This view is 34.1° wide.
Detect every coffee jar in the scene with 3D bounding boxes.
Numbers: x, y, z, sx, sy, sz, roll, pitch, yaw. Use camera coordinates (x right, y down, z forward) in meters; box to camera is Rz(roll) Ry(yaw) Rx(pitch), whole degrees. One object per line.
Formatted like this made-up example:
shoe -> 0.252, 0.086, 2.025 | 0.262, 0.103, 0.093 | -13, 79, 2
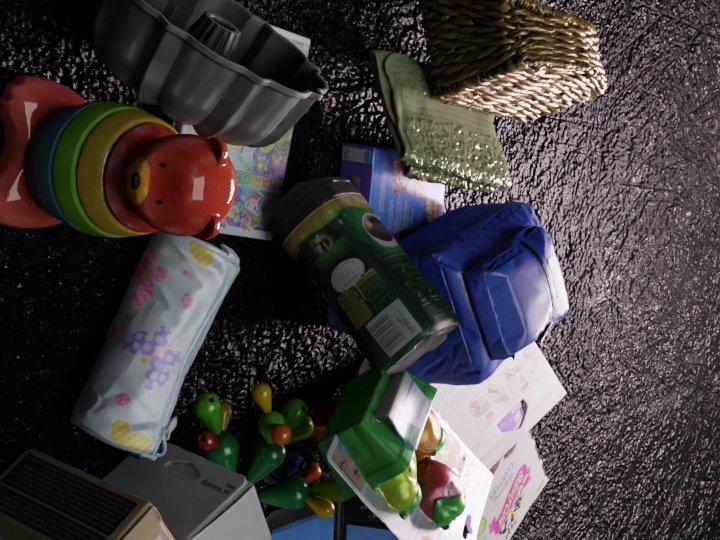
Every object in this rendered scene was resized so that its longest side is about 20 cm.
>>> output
coffee jar -> 0.000, 0.000, 1.135 | 0.085, 0.200, 0.104 | -42, 167, 20

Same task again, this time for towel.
towel -> 0.091, -0.158, 1.275 | 0.200, 0.036, 0.149 | 9, 61, -49

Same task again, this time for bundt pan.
bundt pan -> -0.129, -0.169, 0.949 | 0.202, 0.202, 0.076 | 8, 123, -51

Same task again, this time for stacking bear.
stacking bear -> -0.178, -0.074, 0.894 | 0.114, 0.200, 0.122 | 9, 94, -51

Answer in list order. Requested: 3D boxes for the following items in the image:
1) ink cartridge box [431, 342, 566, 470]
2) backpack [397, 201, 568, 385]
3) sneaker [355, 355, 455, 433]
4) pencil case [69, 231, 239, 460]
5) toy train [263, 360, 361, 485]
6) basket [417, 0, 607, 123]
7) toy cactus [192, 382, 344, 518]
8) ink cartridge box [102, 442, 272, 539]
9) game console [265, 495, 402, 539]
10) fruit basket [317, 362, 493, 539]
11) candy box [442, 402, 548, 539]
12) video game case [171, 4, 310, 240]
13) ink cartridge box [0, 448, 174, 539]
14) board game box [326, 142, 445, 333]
ink cartridge box -> 0.141, 0.127, 1.411 | 0.200, 0.045, 0.176 | -35, 100, -39
backpack -> 0.136, 0.020, 1.249 | 0.200, 0.168, 0.163 | -35, 117, -49
sneaker -> 0.061, 0.152, 1.287 | 0.070, 0.093, 0.200 | -48, 142, -31
pencil case -> -0.177, 0.063, 1.025 | 0.083, 0.091, 0.200 | 33, 74, -49
toy train -> -0.036, 0.166, 1.264 | 0.200, 0.034, 0.046 | -49, 153, -30
basket -> 0.173, -0.261, 1.279 | 0.200, 0.143, 0.149 | 4, 73, -50
toy cactus -> -0.096, 0.203, 1.155 | 0.200, 0.102, 0.165 | 34, 94, -36
ink cartridge box -> -0.148, 0.270, 1.078 | 0.083, 0.146, 0.200 | -38, 127, -37
game console -> -0.014, 0.349, 1.294 | 0.116, 0.176, 0.200 | -47, 141, -72
fruit basket -> 0.059, 0.192, 1.162 | 0.200, 0.094, 0.185 | 45, 34, -11
candy box -> 0.149, 0.256, 1.493 | 0.168, 0.071, 0.200 | -50, 134, -30
video game case -> -0.116, -0.134, 1.097 | 0.143, 0.018, 0.200 | 7, 95, -52
ink cartridge box -> -0.211, 0.259, 0.983 | 0.075, 0.165, 0.200 | -46, 132, -32
board game box -> 0.031, -0.038, 1.283 | 0.134, 0.045, 0.200 | -7, 106, -50
